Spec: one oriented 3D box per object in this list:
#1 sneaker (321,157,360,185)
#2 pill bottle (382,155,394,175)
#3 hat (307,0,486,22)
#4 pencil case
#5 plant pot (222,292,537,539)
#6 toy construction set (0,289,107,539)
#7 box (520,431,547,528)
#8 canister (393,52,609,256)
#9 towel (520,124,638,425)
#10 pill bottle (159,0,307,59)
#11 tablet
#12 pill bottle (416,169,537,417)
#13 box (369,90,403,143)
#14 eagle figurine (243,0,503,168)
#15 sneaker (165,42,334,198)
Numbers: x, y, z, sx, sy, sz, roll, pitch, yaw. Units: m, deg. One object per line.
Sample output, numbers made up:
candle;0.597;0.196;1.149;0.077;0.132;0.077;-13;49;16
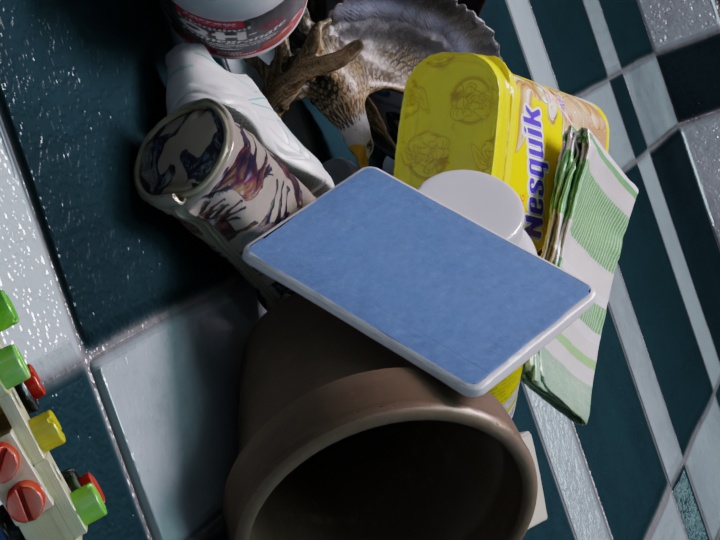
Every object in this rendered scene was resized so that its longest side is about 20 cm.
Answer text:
sneaker;0.000;0.000;1.469;0.071;0.073;0.201;45;31;-38
pill bottle;0.074;-0.020;1.616;0.111;0.110;0.201;48;19;-49
hat;0.016;-0.221;1.549;0.201;0.199;0.081;51;39;-46
pencil case;-0.076;-0.036;1.285;0.200;0.077;0.090;45;42;-53
plant pot;-0.003;0.105;1.240;0.201;0.199;0.175;54;10;-41
toy construction set;-0.171;0.097;0.889;0.131;0.091;0.202;-141;-142;-80
box;0.092;0.184;1.565;0.200;0.068;0.083;2;76;-70
canister;0.114;-0.080;1.481;0.199;0.086;0.150;8;87;-57
towel;0.171;0.006;1.478;0.152;0.023;0.202;36;63;-61
pill bottle;-0.087;-0.212;1.268;0.200;0.110;0.112;109;-36;-85
tablet;0.036;0.003;1.213;0.130;0.199;0.014;-35;142;-35
pill bottle;0.066;0.029;1.349;0.110;0.108;0.201;-87;-178;-46
box;0.071;-0.127;1.728;0.119;0.041;0.201;24;-30;51
eagle figurine;-0.005;-0.148;1.492;0.199;0.151;0.152;-12;116;-52
sneaker;-0.076;-0.094;1.355;0.200;0.070;0.081;49;21;-52
